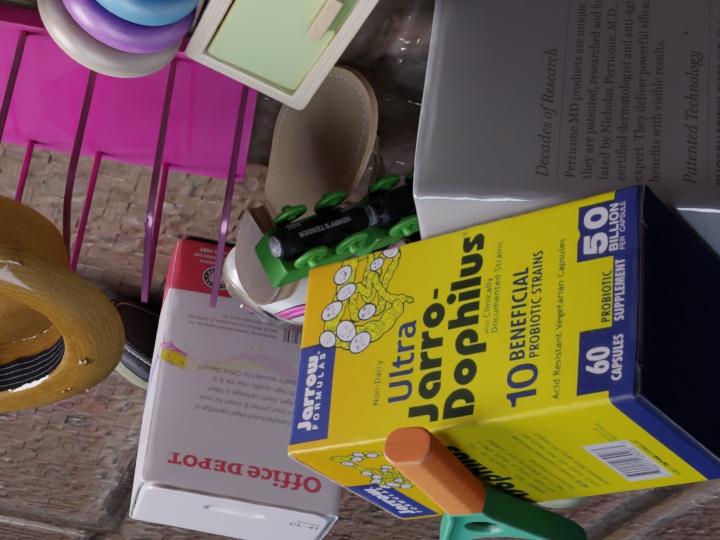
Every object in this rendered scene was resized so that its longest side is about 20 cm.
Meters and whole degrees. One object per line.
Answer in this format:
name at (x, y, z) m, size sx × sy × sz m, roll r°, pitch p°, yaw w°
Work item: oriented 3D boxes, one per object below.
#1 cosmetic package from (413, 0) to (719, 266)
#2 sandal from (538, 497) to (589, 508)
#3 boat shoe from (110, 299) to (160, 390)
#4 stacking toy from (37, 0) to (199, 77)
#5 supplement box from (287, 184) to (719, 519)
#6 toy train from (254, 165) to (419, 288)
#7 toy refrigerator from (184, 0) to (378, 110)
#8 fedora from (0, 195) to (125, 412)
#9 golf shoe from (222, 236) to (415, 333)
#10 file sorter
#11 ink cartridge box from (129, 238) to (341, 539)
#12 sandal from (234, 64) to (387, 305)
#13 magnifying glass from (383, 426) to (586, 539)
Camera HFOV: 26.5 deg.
cosmetic package at (0.139, -0.064, 0.841) m, size 0.197 × 0.168 × 0.168 m, roll 3°, pitch 152°, yaw 9°
sandal at (0.165, 0.118, 1.128) m, size 0.079 × 0.201 × 0.058 m, roll -7°, pitch 117°, yaw 29°
boat shoe at (-0.139, 0.069, 1.260) m, size 0.064 × 0.074 × 0.200 m, roll -24°, pitch 144°, yaw 27°
stacking toy at (-0.093, -0.186, 0.771) m, size 0.085 × 0.086 × 0.200 m, roll 19°, pitch 142°, yaw -23°
supplement box at (0.076, 0.048, 0.769) m, size 0.198 × 0.110 × 0.109 m, roll -14°, pitch 146°, yaw 34°
toy train at (0.022, -0.036, 0.954) m, size 0.199 × 0.042 × 0.056 m, roll -20°, pitch 164°, yaw -32°
toy refrigerator at (-0.021, -0.166, 0.776) m, size 0.075 × 0.071 × 0.200 m, roll 24°, pitch 148°, yaw -13°
fedora at (-0.231, 0.011, 0.882) m, size 0.198 × 0.083 × 0.201 m, roll 1°, pitch 147°, yaw 1°
golf shoe at (0.000, 0.000, 1.104) m, size 0.198 × 0.073 × 0.093 m, roll 9°, pitch 134°, yaw -18°
file sorter at (-0.171, -0.064, 0.948) m, size 0.198 × 0.127 × 0.139 m, roll 9°, pitch 152°, yaw -5°
ink cartridge box at (-0.085, 0.091, 1.139) m, size 0.146 × 0.202 × 0.086 m, roll 12°, pitch 152°, yaw -10°
sandal at (-0.018, -0.061, 1.000) m, size 0.069 × 0.078 × 0.212 m, roll -18°, pitch 151°, yaw -37°
magnifying glass at (0.060, 0.124, 0.776) m, size 0.079 × 0.023 × 0.200 m, roll -6°, pitch 150°, yaw 23°
